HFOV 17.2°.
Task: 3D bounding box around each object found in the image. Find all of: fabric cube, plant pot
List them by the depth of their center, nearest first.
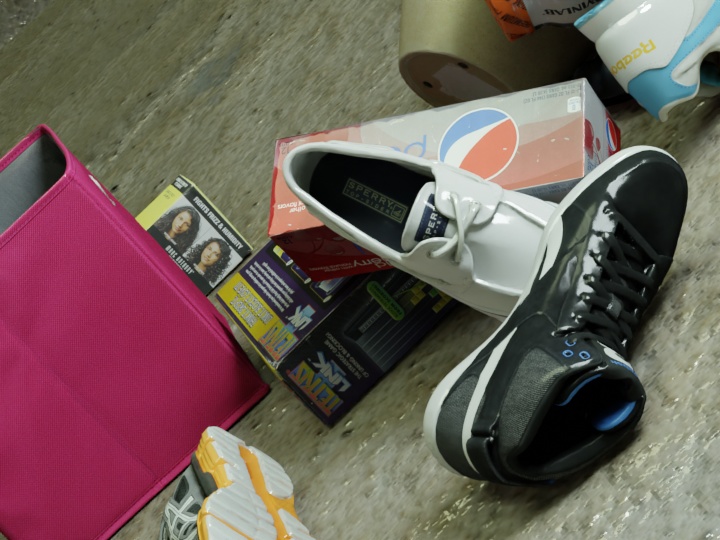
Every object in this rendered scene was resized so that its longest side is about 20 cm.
[{"bbox_3d":[0.106,-0.203,1.597,0.187,0.187,0.200,-11,50,58],"label":"plant pot"},{"bbox_3d":[-0.209,0.050,1.606,0.200,0.199,0.196,-43,17,-1],"label":"fabric cube"}]

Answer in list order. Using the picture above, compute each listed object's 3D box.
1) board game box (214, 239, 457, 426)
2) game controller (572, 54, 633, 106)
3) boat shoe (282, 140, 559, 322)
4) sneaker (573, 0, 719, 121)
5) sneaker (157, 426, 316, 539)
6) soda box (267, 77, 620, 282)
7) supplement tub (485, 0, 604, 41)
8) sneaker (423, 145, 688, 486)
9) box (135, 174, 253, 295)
[{"bbox_3d":[0.000,0.000,1.514,0.165,0.057,0.200,-45,19,-1],"label":"board game box"},{"bbox_3d":[0.213,-0.178,1.518,0.200,0.042,0.104,-47,4,-15],"label":"game controller"},{"bbox_3d":[0.045,-0.020,1.297,0.199,0.065,0.074,17,91,26],"label":"boat shoe"},{"bbox_3d":[0.207,-0.149,1.397,0.200,0.081,0.076,-31,-4,-41],"label":"sneaker"},{"bbox_3d":[-0.072,0.157,1.299,0.077,0.078,0.200,-53,13,10],"label":"sneaker"},{"bbox_3d":[0.048,-0.050,1.381,0.199,0.063,0.070,-10,59,24],"label":"soda box"},{"bbox_3d":[0.155,-0.230,1.459,0.200,0.123,0.123,-30,19,4],"label":"supplement tub"},{"bbox_3d":[0.123,0.028,1.186,0.200,0.073,0.112,-55,23,-10],"label":"sneaker"},{"bbox_3d":[-0.180,0.023,1.807,0.200,0.075,0.050,-43,18,-4],"label":"box"}]
